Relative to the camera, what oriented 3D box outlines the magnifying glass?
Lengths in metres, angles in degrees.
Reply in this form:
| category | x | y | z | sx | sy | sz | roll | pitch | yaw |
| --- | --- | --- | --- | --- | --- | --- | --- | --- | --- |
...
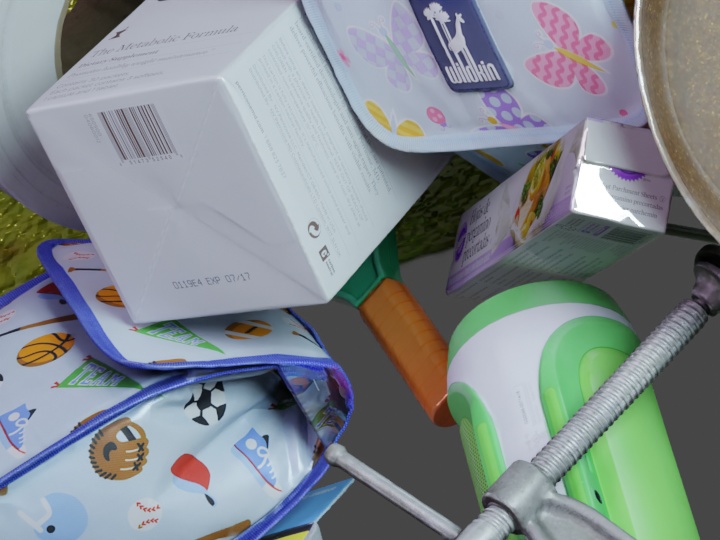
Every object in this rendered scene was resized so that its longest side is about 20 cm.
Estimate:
| category | x | y | z | sx | sy | sz | roll | pitch | yaw |
| --- | --- | --- | --- | --- | --- | --- | --- | --- | --- |
| magnifying glass | 0.000 | 0.000 | 1.328 | 0.080 | 0.022 | 0.200 | -48 | 45 | 13 |

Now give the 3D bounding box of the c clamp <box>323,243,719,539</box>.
| category | x | y | z | sx | sy | sz | roll | pitch | yaw |
| --- | --- | --- | --- | --- | --- | --- | --- | --- | --- |
| c clamp | 0.116 | 0.058 | 1.100 | 0.200 | 0.027 | 0.171 | -39 | 63 | -22 |

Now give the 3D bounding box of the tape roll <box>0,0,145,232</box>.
| category | x | y | z | sx | sy | sz | roll | pitch | yaw |
| --- | --- | --- | --- | --- | --- | --- | --- | --- | --- |
| tape roll | -0.134 | -0.134 | 1.392 | 0.139 | 0.203 | 0.203 | 32 | 91 | 47 |

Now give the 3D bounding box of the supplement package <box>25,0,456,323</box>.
| category | x | y | z | sx | sy | sz | roll | pitch | yaw |
| --- | --- | --- | --- | --- | --- | --- | --- | --- | --- |
| supplement package | -0.029 | -0.080 | 1.263 | 0.114 | 0.110 | 0.200 | -7 | 29 | 37 |

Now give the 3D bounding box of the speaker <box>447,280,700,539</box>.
| category | x | y | z | sx | sy | sz | roll | pitch | yaw |
| --- | --- | --- | --- | --- | --- | --- | --- | --- | --- |
| speaker | 0.090 | 0.104 | 1.143 | 0.088 | 0.088 | 0.200 | -34 | 49 | 25 |

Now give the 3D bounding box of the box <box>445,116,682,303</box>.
| category | x | y | z | sx | sy | sz | roll | pitch | yaw |
| --- | --- | --- | --- | --- | --- | --- | --- | --- | --- |
| box | 0.078 | -0.019 | 1.172 | 0.200 | 0.041 | 0.039 | 138 | 144 | -75 |

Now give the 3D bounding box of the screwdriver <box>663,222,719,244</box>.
| category | x | y | z | sx | sy | sz | roll | pitch | yaw |
| --- | --- | --- | --- | --- | --- | --- | --- | --- | --- |
| screwdriver | 0.153 | -0.016 | 1.186 | 0.200 | 0.028 | 0.029 | 18 | 110 | 43 |

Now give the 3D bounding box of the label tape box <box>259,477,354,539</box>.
| category | x | y | z | sx | sy | sz | roll | pitch | yaw |
| --- | --- | --- | --- | --- | --- | --- | --- | --- | --- |
| label tape box | -0.080 | 0.183 | 1.258 | 0.143 | 0.066 | 0.200 | -21 | 17 | 34 |

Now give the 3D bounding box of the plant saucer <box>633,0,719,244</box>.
| category | x | y | z | sx | sy | sz | roll | pitch | yaw |
| --- | --- | --- | --- | --- | --- | --- | --- | --- | --- |
| plant saucer | 0.184 | -0.081 | 1.094 | 0.037 | 0.200 | 0.201 | -14 | 56 | 68 |

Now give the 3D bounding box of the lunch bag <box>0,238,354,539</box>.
| category | x | y | z | sx | sy | sz | roll | pitch | yaw |
| --- | --- | --- | --- | --- | --- | --- | --- | --- | --- |
| lunch bag | -0.115 | 0.068 | 1.301 | 0.200 | 0.124 | 0.170 | -31 | 28 | -7 |

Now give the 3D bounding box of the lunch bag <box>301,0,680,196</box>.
| category | x | y | z | sx | sy | sz | roll | pitch | yaw |
| --- | --- | --- | --- | --- | --- | --- | --- | --- | --- |
| lunch bag | 0.083 | -0.102 | 1.176 | 0.169 | 0.200 | 0.128 | 1 | 69 | 42 |
